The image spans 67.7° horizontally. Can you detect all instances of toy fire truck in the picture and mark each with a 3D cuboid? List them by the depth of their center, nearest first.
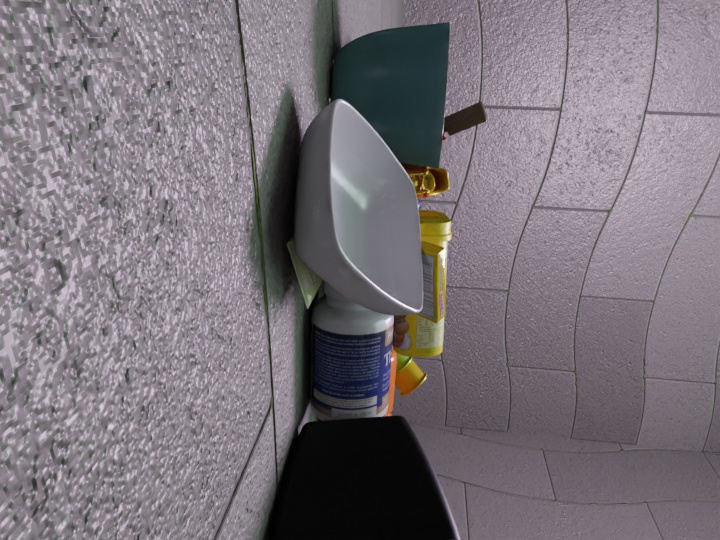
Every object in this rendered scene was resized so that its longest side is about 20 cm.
[{"bbox_3d":[0.102,-0.281,0.935,0.129,0.199,0.177,-94,162,-61],"label":"toy fire truck"}]

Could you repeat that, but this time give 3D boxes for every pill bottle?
[{"bbox_3d":[-0.012,0.096,0.722,0.111,0.110,0.202,-67,160,-73],"label":"pill bottle"}]

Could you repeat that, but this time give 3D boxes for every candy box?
[{"bbox_3d":[0.030,-0.009,0.732,0.026,0.199,0.103,-32,129,-36],"label":"candy box"}]

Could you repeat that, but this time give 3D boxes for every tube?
[{"bbox_3d":[-0.044,-0.039,0.636,0.052,0.058,0.200,-49,-171,30],"label":"tube"}]

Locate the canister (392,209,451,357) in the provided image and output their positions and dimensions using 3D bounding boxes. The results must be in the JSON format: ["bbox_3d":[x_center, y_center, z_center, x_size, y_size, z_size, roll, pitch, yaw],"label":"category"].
[{"bbox_3d":[0.088,0.015,0.830,0.149,0.086,0.202,-89,179,-77],"label":"canister"}]

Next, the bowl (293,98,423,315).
[{"bbox_3d":[-0.006,-0.057,0.589,0.200,0.074,0.201,39,43,-50],"label":"bowl"}]

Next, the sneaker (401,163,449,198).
[{"bbox_3d":[0.068,-0.139,0.828,0.199,0.077,0.074,-22,109,-45],"label":"sneaker"}]

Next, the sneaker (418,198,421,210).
[{"bbox_3d":[0.077,-0.116,0.978,0.078,0.070,0.201,-62,151,-60],"label":"sneaker"}]

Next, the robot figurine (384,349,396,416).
[{"bbox_3d":[-0.002,0.187,0.868,0.116,0.143,0.202,-6,101,-63],"label":"robot figurine"}]

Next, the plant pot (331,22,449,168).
[{"bbox_3d":[0.044,-0.258,0.794,0.201,0.160,0.202,4,90,-84],"label":"plant pot"}]

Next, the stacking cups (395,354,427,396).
[{"bbox_3d":[0.034,0.122,0.933,0.200,0.060,0.061,53,10,-2],"label":"stacking cups"}]

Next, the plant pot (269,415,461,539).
[{"bbox_3d":[0.001,0.294,0.659,0.178,0.198,0.201,-95,-177,-49],"label":"plant pot"}]
